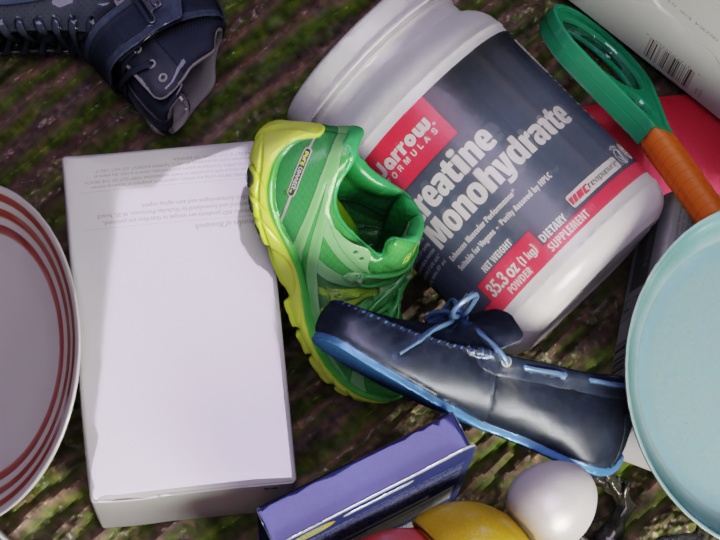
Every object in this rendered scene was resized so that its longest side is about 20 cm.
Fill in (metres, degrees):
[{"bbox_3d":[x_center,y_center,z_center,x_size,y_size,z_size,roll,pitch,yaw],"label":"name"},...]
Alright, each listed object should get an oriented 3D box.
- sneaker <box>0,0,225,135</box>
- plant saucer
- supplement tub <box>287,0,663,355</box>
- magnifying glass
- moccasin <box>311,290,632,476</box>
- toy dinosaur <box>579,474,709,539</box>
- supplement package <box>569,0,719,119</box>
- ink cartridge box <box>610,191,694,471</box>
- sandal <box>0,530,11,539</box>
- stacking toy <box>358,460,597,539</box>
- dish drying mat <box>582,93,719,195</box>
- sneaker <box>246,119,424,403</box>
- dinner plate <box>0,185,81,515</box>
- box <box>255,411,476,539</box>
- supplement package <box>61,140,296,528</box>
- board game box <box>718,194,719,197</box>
[{"bbox_3d":[-0.180,-0.135,1.452,0.202,0.077,0.147,-26,77,-9],"label":"sneaker"},{"bbox_3d":[0.233,0.062,1.359,0.199,0.027,0.201,3,82,-22],"label":"plant saucer"},{"bbox_3d":[0.068,-0.062,1.416,0.140,0.140,0.200,-43,83,-11],"label":"supplement tub"},{"bbox_3d":[0.167,-0.090,1.430,0.022,0.079,0.200,-50,47,20],"label":"magnifying glass"},{"bbox_3d":[0.065,0.051,1.339,0.199,0.080,0.069,24,87,-26],"label":"moccasin"},{"bbox_3d":[0.167,0.170,1.420,0.199,0.047,0.089,19,71,-11],"label":"toy dinosaur"},{"bbox_3d":[0.256,-0.213,1.448,0.191,0.147,0.200,40,73,7],"label":"supplement package"},{"bbox_3d":[0.250,0.062,1.440,0.199,0.057,0.163,23,63,-18],"label":"ink cartridge box"},{"bbox_3d":[-0.195,0.202,1.390,0.202,0.050,0.083,32,78,4],"label":"sandal"},{"bbox_3d":[0.051,0.178,1.310,0.200,0.146,0.146,-37,82,-9],"label":"stacking toy"},{"bbox_3d":[0.228,-0.074,1.491,0.199,0.018,0.077,-5,77,-5],"label":"dish drying mat"},{"bbox_3d":[0.000,0.000,1.354,0.083,0.201,0.074,-7,41,22],"label":"sneaker"},{"bbox_3d":[-0.226,0.049,1.385,0.199,0.024,0.202,-4,83,38],"label":"dinner plate"},{"bbox_3d":[0.001,0.130,1.339,0.121,0.200,0.033,-26,78,-9],"label":"box"},{"bbox_3d":[-0.106,0.039,1.394,0.119,0.121,0.201,-5,77,-5],"label":"supplement package"},{"bbox_3d":[0.300,0.021,1.432,0.199,0.028,0.136,-1,73,-23],"label":"board game box"}]
